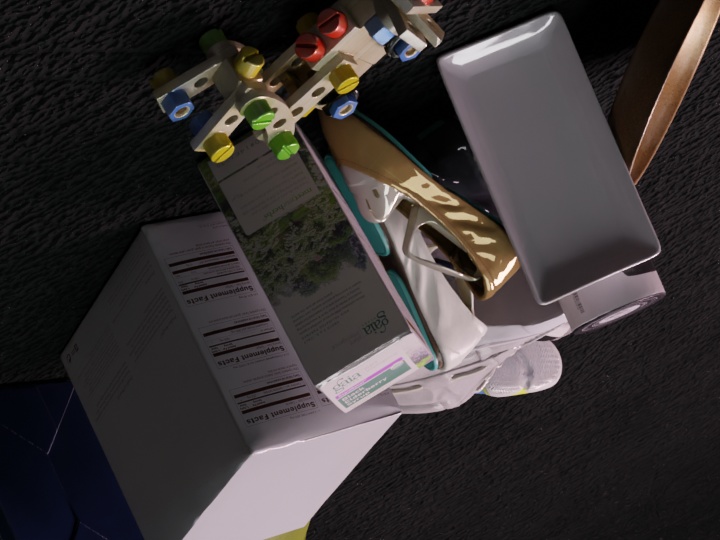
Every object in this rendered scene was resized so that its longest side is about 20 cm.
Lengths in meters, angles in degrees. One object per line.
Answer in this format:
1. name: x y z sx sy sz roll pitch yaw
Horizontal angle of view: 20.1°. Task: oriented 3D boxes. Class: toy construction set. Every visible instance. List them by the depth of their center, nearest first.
1. toy construction set: -0.027 -0.144 1.322 0.199 0.093 0.131 -26 161 24

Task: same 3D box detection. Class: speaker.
1. speaker: 0.161 -0.057 1.581 0.081 0.201 0.081 -21 170 -4

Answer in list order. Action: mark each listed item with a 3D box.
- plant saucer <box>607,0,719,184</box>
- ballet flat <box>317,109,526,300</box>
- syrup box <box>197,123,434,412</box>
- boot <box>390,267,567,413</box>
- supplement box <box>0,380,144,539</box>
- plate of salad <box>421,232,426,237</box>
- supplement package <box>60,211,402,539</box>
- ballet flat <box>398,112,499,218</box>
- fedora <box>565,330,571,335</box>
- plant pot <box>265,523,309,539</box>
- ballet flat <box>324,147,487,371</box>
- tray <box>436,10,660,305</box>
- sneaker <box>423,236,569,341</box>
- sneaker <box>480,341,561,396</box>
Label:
1. plant saucer: 0.234 -0.159 1.573 0.201 0.035 0.200 -60 168 -21
2. ballet flat: 0.038 -0.047 1.498 0.063 0.200 0.069 -58 -161 -9
3. syrup box: -0.032 -0.006 1.459 0.079 0.200 0.081 -31 159 4
4. boot: 0.096 0.055 1.657 0.199 0.074 0.096 -16 142 5
5. supplement box: -0.293 0.229 1.662 0.134 0.201 0.200 -2 146 -48
6. plate of salad: 0.000 0.000 1.726 0.200 0.048 0.200 -36 159 -16
7. supplement package: -0.105 0.088 1.582 0.147 0.201 0.191 -12 154 -37
8. ballet flat: 0.093 -0.076 1.645 0.073 0.073 0.200 -33 152 11
9. fedora: 0.192 0.002 1.910 0.176 0.091 0.200 -29 159 -1
10. plant pot: -0.115 0.165 1.793 0.200 0.201 0.193 -10 140 -39
11. ballet flat: 0.039 -0.019 1.571 0.069 0.201 0.069 -25 -167 6
12. tray: 0.138 -0.084 1.520 0.107 0.201 0.022 -23 179 -12
13. sneaker: 0.077 0.040 1.729 0.199 0.073 0.112 20 125 -37
14. sneaker: 0.090 0.089 1.973 0.199 0.076 0.105 7 164 -11
